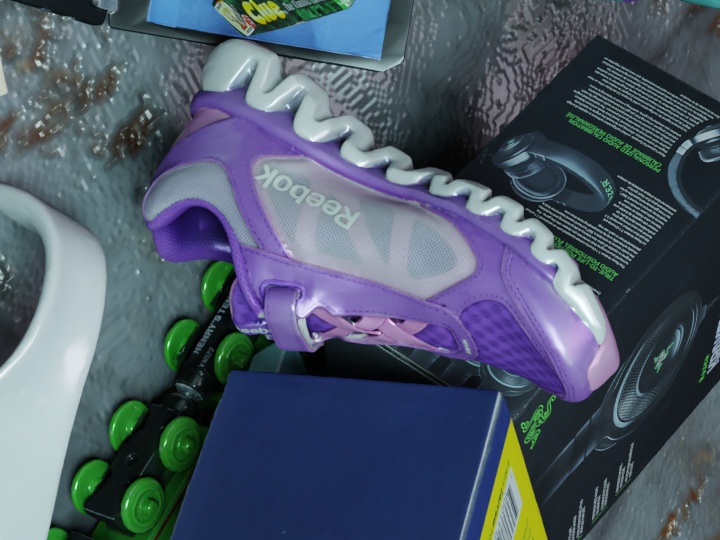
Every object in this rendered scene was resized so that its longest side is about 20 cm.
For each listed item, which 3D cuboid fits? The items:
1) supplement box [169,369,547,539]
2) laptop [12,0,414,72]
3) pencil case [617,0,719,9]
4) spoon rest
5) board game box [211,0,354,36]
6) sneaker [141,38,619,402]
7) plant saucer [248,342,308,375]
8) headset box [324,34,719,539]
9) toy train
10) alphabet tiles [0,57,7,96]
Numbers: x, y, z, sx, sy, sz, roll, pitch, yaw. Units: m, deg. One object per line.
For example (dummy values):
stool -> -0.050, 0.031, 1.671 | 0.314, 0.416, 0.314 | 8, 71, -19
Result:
supplement box -> 0.010, 0.143, 0.874 | 0.200, 0.108, 0.110 | 70, 30, -47
laptop -> -0.069, -0.180, 0.856 | 0.200, 0.103, 0.178 | 13, 86, -51
pencil case -> 0.101, -0.147, 0.971 | 0.199, 0.085, 0.093 | 1, 140, -8
spoon rest -> -0.144, 0.066, 0.847 | 0.099, 0.060, 0.201 | 31, 73, -40
board game box -> 0.024, -0.173, 0.838 | 0.023, 0.105, 0.200 | 38, 76, -16
sneaker -> 0.000, 0.000, 0.844 | 0.089, 0.200, 0.081 | -50, 156, -19
plant saucer -> -0.053, 0.124, 0.885 | 0.070, 0.019, 0.201 | 70, 32, -50
headset box -> 0.071, 0.036, 0.968 | 0.200, 0.093, 0.174 | -44, 153, -30
toy train -> -0.079, 0.083, 0.923 | 0.200, 0.042, 0.056 | -59, 139, -20
alphabet tiles -> -0.188, -0.145, 0.786 | 0.166, 0.006, 0.201 | -16, 106, -22
